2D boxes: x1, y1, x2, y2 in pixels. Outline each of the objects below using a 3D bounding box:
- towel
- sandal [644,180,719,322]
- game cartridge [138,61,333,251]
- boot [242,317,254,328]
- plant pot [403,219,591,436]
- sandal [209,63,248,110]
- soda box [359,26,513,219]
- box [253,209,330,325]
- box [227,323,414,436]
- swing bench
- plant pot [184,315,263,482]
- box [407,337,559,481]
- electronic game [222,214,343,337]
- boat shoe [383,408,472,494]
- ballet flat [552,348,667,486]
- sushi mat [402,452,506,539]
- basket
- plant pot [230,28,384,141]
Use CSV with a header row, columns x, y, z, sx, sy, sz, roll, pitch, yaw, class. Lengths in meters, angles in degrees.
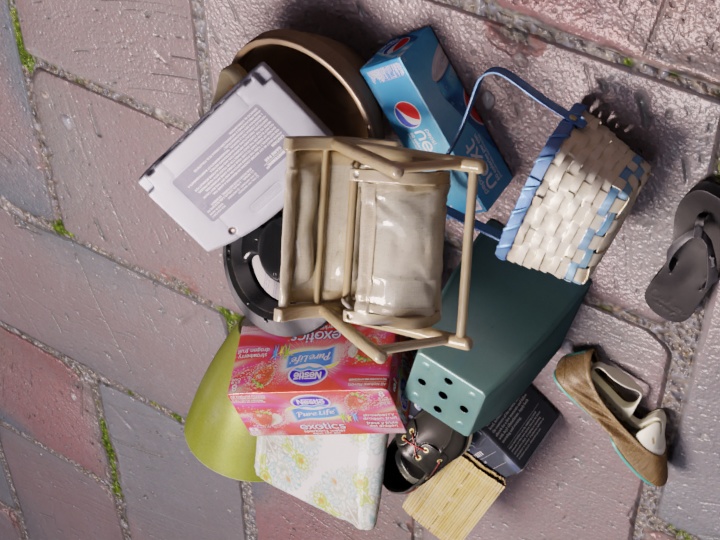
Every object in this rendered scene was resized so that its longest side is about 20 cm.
x,y,z,sx,sy,sz,roll,pitch,yaw,class
-0.052,0.221,1.781,0.199,0.048,0.173,21,119,31,towel
0.348,-0.009,1.440,0.076,0.043,0.201,29,141,17,sandal
-0.132,-0.118,1.530,0.200,0.041,0.133,-40,105,17,game cartridge
-0.086,0.076,1.798,0.187,0.069,0.200,15,-171,-21,boot
0.142,0.079,1.584,0.141,0.200,0.142,32,143,13,plant pot
-0.162,-0.139,1.571,0.080,0.054,0.201,41,134,36,sandal
0.085,-0.159,1.509,0.064,0.068,0.201,-9,120,45,soda box
-0.077,-0.012,1.665,0.199,0.041,0.120,32,122,38,box
-0.043,0.126,1.609,0.198,0.100,0.096,-3,142,17,box
0.015,-0.029,1.442,0.199,0.129,0.201,19,110,50,swing bench
-0.146,0.163,1.974,0.186,0.187,0.201,28,126,18,plant pot
0.125,0.173,1.771,0.200,0.107,0.148,45,144,-3,box
-0.082,-0.024,1.589,0.199,0.041,0.202,0,90,37,electronic game
0.080,0.217,1.707,0.074,0.063,0.202,53,145,17,boat shoe
0.316,0.170,1.643,0.200,0.068,0.072,49,124,-3,ballet flat
0.119,0.293,1.797,0.095,0.012,0.201,36,143,9,sushi mat
0.179,-0.091,1.422,0.199,0.139,0.177,30,127,5,basket
-0.045,-0.197,1.570,0.200,0.093,0.202,25,141,22,plant pot
